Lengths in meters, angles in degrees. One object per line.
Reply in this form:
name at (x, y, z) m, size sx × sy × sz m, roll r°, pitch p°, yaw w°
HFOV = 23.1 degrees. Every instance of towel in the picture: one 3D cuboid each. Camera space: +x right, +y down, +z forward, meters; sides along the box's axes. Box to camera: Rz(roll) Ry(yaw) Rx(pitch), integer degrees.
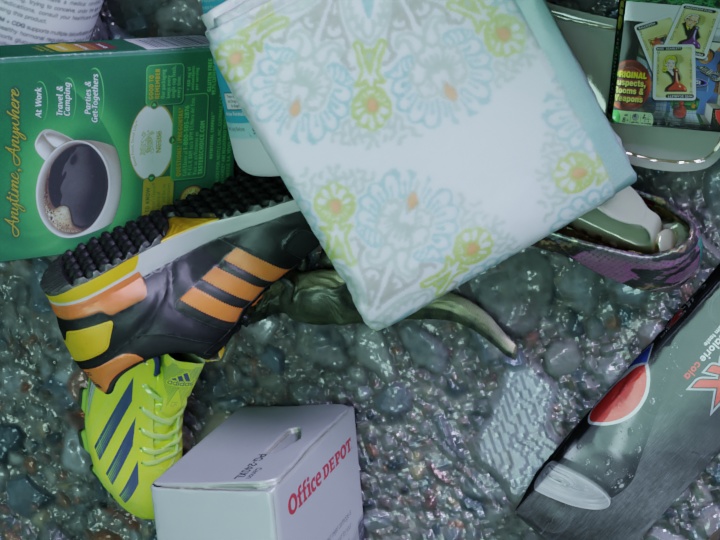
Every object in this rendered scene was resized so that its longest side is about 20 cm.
towel at (0.032, -0.092, 0.943) m, size 0.171 × 0.048 × 0.201 m, roll -29°, pitch 102°, yaw 7°

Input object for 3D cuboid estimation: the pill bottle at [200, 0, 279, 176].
pill bottle at (-0.037, -0.162, 1.004) m, size 0.110 × 0.111 × 0.201 m, roll -7°, pitch 103°, yaw 18°

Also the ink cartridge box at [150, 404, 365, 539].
ink cartridge box at (-0.055, 0.197, 1.087) m, size 0.083 × 0.145 × 0.201 m, roll -1°, pitch 105°, yaw 19°

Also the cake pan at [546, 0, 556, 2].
cake pan at (0.092, -0.249, 0.982) m, size 0.199 × 0.037 × 0.202 m, roll 4°, pitch 106°, yaw 16°

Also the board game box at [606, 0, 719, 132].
board game box at (0.238, -0.123, 0.950) m, size 0.199 × 0.023 × 0.106 m, roll 4°, pitch 100°, yaw 0°

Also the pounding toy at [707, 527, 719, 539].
pounding toy at (0.261, 0.146, 0.949) m, size 0.142 × 0.200 × 0.184 m, roll 43°, pitch 112°, yaw 2°

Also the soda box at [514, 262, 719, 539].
soda box at (0.180, 0.085, 1.031) m, size 0.071 × 0.063 × 0.200 m, roll 39°, pitch 111°, yaw 3°

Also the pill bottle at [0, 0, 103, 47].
pill bottle at (-0.211, -0.169, 1.053) m, size 0.113 × 0.113 × 0.201 m, roll 28°, pitch 111°, yaw 8°

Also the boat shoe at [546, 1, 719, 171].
boat shoe at (0.113, -0.112, 0.996) m, size 0.199 × 0.062 × 0.075 m, roll 18°, pitch 95°, yaw -4°

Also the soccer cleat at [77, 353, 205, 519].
soccer cleat at (-0.132, 0.074, 1.105) m, size 0.083 × 0.065 × 0.201 m, roll 10°, pitch 118°, yaw 30°

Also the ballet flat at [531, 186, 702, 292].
ballet flat at (0.104, -0.046, 1.011) m, size 0.199 × 0.069 × 0.071 m, roll 20°, pitch 153°, yaw 9°

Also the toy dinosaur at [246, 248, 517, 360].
toy dinosaur at (0.000, 0.000, 1.076) m, size 0.199 × 0.047 × 0.089 m, roll 6°, pitch 109°, yaw 10°

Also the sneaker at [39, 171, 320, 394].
sneaker at (-0.082, 0.004, 1.032) m, size 0.199 × 0.070 × 0.091 m, roll -22°, pitch 113°, yaw -12°

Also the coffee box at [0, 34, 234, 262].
coffee box at (-0.167, -0.073, 1.030) m, size 0.044 × 0.199 × 0.124 m, roll 29°, pitch 122°, yaw 50°
